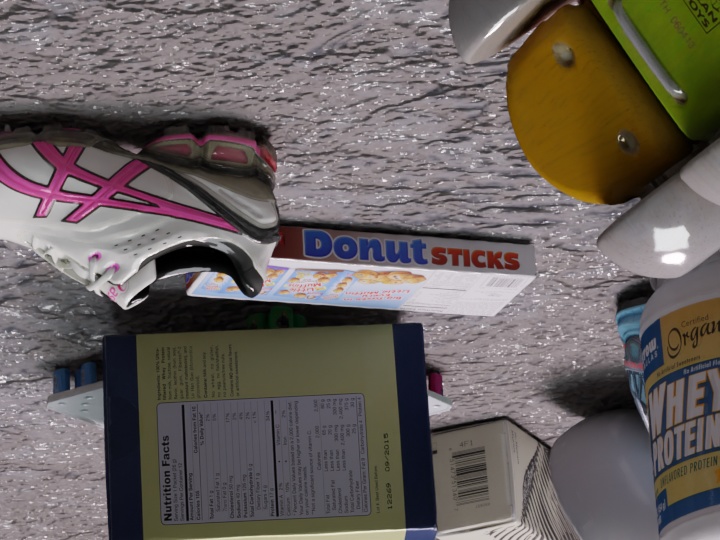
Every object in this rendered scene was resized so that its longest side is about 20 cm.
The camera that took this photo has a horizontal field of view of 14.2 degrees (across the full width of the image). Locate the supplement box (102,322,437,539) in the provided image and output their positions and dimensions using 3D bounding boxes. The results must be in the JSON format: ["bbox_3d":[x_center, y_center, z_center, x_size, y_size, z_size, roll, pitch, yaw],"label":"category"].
[{"bbox_3d":[-0.060,0.131,1.825,0.198,0.135,0.200,-2,159,-4],"label":"supplement box"}]

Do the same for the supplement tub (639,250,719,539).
[{"bbox_3d":[0.240,0.077,1.706,0.144,0.201,0.145,-3,159,-1],"label":"supplement tub"}]

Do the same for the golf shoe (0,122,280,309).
[{"bbox_3d":[-0.141,-0.028,1.529,0.198,0.093,0.073,0,161,-4],"label":"golf shoe"}]

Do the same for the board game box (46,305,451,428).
[{"bbox_3d":[-0.073,0.080,1.916,0.199,0.026,0.200,-16,155,31],"label":"board game box"}]

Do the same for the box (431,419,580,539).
[{"bbox_3d":[0.118,0.176,2.125,0.068,0.083,0.200,-13,159,22],"label":"box"}]

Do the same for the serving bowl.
[{"bbox_3d":[0.226,0.166,1.994,0.199,0.201,0.066,17,123,-43],"label":"serving bowl"}]

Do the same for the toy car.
[{"bbox_3d":[0.151,-0.109,1.300,0.150,0.176,0.200,-32,174,-30],"label":"toy car"}]

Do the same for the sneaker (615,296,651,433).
[{"bbox_3d":[0.207,0.086,1.872,0.079,0.096,0.200,-9,159,17],"label":"sneaker"}]

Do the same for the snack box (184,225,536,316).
[{"bbox_3d":[0.000,0.000,1.716,0.199,0.024,0.072,4,159,-19],"label":"snack box"}]
